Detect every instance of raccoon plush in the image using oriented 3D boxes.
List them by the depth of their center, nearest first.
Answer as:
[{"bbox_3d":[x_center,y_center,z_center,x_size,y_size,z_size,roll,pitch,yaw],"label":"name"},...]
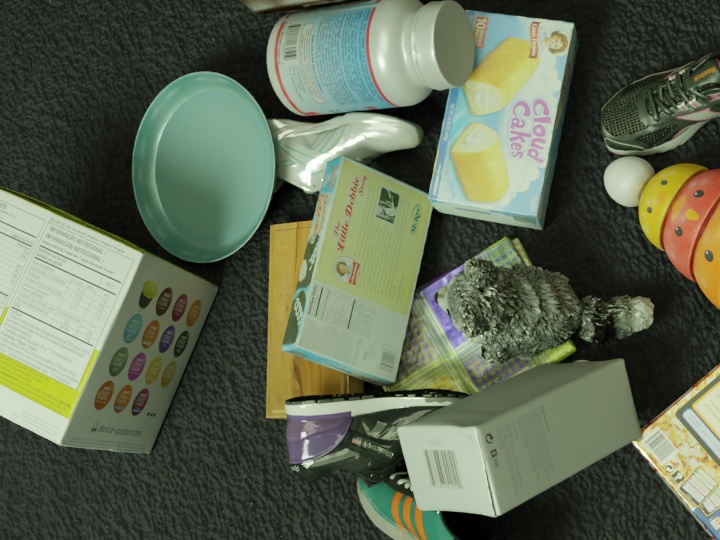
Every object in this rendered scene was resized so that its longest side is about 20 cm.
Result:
[{"bbox_3d":[0.170,0.023,1.056,0.197,0.134,0.098,-14,76,11],"label":"raccoon plush"}]

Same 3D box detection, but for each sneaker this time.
[{"bbox_3d":[0.071,0.228,1.067,0.200,0.071,0.081,39,116,44],"label":"sneaker"},{"bbox_3d":[0.027,0.162,1.091,0.197,0.076,0.089,-3,88,-4],"label":"sneaker"},{"bbox_3d":[0.326,-0.179,1.100,0.198,0.086,0.081,-21,74,10],"label":"sneaker"},{"bbox_3d":[-0.027,-0.122,1.193,0.198,0.070,0.081,-3,85,21],"label":"sneaker"}]

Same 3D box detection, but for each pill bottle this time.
[{"bbox_3d":[0.011,-0.218,1.143,0.198,0.108,0.110,1,80,36],"label":"pill bottle"}]

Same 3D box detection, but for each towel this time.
[{"bbox_3d":[0.102,0.071,1.146,0.198,0.023,0.145,-29,74,8],"label":"towel"}]

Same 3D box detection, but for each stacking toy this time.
[{"bbox_3d":[0.314,-0.051,1.077,0.199,0.146,0.147,30,88,34],"label":"stacking toy"}]

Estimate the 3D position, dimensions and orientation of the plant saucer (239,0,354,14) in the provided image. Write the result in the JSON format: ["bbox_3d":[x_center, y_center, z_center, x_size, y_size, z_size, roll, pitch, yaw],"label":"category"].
[{"bbox_3d":[-0.034,-0.288,1.161,0.197,0.200,0.033,-4,101,13],"label":"plant saucer"}]

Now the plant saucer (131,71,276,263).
[{"bbox_3d":[-0.164,-0.110,1.213,0.198,0.027,0.203,2,93,33],"label":"plant saucer"}]

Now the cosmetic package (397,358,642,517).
[{"bbox_3d":[0.145,0.145,1.016,0.112,0.198,0.082,-11,94,55],"label":"cosmetic package"}]

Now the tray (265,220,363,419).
[{"bbox_3d":[-0.047,0.050,1.168,0.098,0.037,0.203,-5,80,28],"label":"tray"}]

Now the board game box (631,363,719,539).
[{"bbox_3d":[0.375,0.152,1.050,0.200,0.046,0.152,-40,73,4],"label":"board game box"}]

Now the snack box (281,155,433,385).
[{"bbox_3d":[0.000,0.000,1.125,0.115,0.037,0.202,22,71,-25],"label":"snack box"}]

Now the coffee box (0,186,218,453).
[{"bbox_3d":[-0.298,0.053,1.157,0.198,0.200,0.200,22,85,17],"label":"coffee box"}]

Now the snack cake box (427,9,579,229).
[{"bbox_3d":[0.147,-0.153,1.150,0.114,0.067,0.203,10,83,16],"label":"snack cake box"}]
